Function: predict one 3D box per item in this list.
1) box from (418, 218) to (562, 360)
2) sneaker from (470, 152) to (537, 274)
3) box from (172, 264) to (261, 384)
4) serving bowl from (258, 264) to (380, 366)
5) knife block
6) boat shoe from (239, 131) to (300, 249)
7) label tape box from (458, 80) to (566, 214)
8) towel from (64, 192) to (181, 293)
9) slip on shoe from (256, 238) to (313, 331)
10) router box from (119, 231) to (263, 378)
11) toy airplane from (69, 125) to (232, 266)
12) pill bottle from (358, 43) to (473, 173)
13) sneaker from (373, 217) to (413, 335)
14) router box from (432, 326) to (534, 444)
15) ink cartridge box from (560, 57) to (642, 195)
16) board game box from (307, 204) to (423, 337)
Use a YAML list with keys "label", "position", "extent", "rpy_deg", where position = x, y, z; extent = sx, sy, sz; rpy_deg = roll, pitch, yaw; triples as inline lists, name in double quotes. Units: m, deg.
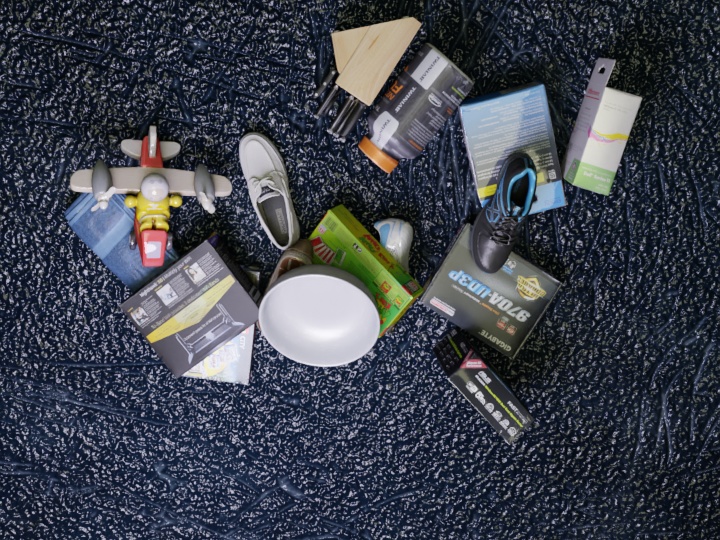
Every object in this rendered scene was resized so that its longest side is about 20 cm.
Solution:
- label: "box"
  position: [0.220, 0.032, 1.714]
  extent: [0.198, 0.046, 0.160]
  rpy_deg: [32, 101, -7]
- label: "sneaker"
  position: [0.230, -0.086, 1.608]
  extent: [0.072, 0.082, 0.204]
  rpy_deg: [14, 106, -7]
- label: "box"
  position: [-0.247, 0.088, 1.731]
  extent: [0.134, 0.038, 0.204]
  rpy_deg: [7, 103, -1]
- label: "serving bowl"
  position: [-0.064, 0.062, 1.621]
  extent: [0.196, 0.066, 0.203]
  rpy_deg: [2, 132, 3]
- label: "knife block"
  position: [0.014, -0.307, 1.629]
  extent: [0.196, 0.064, 0.179]
  rpy_deg: [-11, 103, 2]
- label: "boat shoe"
  position: [-0.154, -0.130, 1.664]
  extent: [0.071, 0.066, 0.204]
  rpy_deg: [-14, 99, 4]
- label: "label tape box"
  position: [0.249, -0.194, 1.654]
  extent: [0.141, 0.063, 0.204]
  rpy_deg: [-13, 106, 3]
- label: "towel"
  position: [-0.400, -0.054, 1.694]
  extent: [0.111, 0.049, 0.200]
  rpy_deg: [-41, 100, 9]
- label: "slip on shoe"
  position: [-0.124, 0.030, 1.691]
  extent: [0.075, 0.061, 0.202]
  rpy_deg: [20, 132, 0]
- label: "router box"
  position: [-0.275, 0.059, 1.666]
  extent: [0.198, 0.052, 0.158]
  rpy_deg: [-34, 102, 15]
- label: "toy airplane"
  position: [-0.332, -0.136, 1.610]
  extent: [0.199, 0.141, 0.200]
  rpy_deg: [46, 73, -7]
- label: "pill bottle"
  position: [0.083, -0.256, 1.619]
  extent: [0.106, 0.106, 0.201]
  rpy_deg: [38, 100, -8]
- label: "sneaker"
  position: [0.048, 0.009, 1.705]
  extent: [0.071, 0.072, 0.204]
  rpy_deg: [13, 109, 26]
- label: "router box"
  position: [0.201, 0.186, 1.669]
  extent: [0.062, 0.200, 0.150]
  rpy_deg: [-42, 100, 4]
- label: "ink cartridge box"
  position: [0.391, -0.234, 1.618]
  extent: [0.066, 0.117, 0.204]
  rpy_deg: [16, 103, -4]
- label: "board game box"
  position: [0.000, 0.000, 1.660]
  extent: [0.200, 0.047, 0.102]
  rpy_deg: [46, 122, 10]
